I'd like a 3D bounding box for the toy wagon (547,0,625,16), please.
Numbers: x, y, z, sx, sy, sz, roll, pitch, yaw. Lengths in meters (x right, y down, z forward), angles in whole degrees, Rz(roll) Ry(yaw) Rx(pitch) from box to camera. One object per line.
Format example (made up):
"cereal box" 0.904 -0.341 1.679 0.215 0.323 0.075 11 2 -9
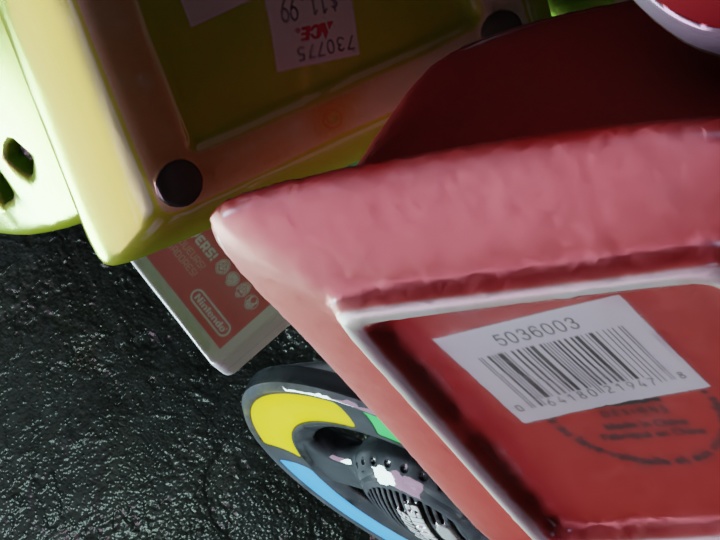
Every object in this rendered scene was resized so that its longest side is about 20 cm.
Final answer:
"toy wagon" 0.094 -0.070 1.026 0.200 0.040 0.155 52 177 -15

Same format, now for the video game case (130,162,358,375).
"video game case" -0.021 -0.073 1.145 0.143 0.200 0.017 50 -178 27

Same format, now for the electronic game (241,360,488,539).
"electronic game" 0.034 0.103 1.315 0.200 0.042 0.200 26 160 10

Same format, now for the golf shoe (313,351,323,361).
"golf shoe" 0.072 0.034 1.367 0.095 0.200 0.078 -100 21 -59

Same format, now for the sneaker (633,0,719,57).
"sneaker" 0.039 -0.142 0.711 0.200 0.071 0.112 42 177 22

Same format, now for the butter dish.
"butter dish" 0.094 -0.014 0.828 0.200 0.148 0.199 -7 140 36

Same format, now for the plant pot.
"plant pot" -0.057 -0.123 0.934 0.181 0.200 0.199 29 141 65
